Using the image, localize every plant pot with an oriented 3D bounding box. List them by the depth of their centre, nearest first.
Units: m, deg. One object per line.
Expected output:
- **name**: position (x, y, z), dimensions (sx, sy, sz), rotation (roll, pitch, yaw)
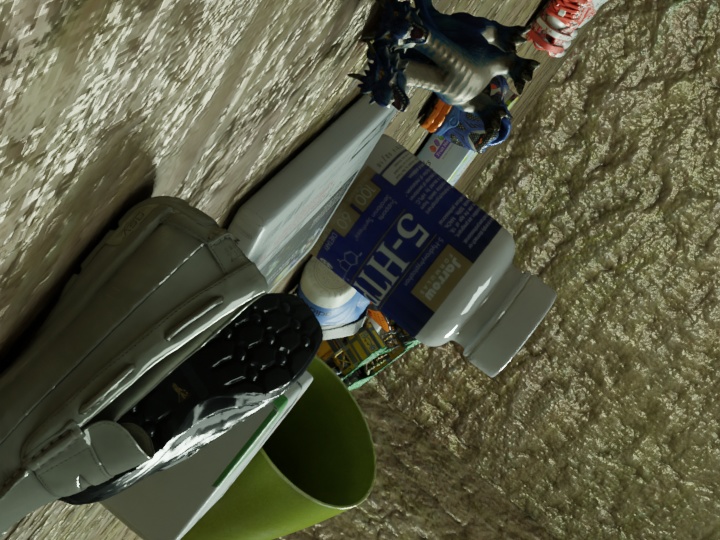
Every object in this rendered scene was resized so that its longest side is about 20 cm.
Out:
- **plant pot**: position (-0.118, 0.200, 1.185), dimensions (0.200, 0.188, 0.187), rotation (-38, -177, 28)

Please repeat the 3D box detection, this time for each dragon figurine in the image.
- **dragon figurine**: position (0.043, -0.134, 0.673), dimensions (0.059, 0.099, 0.200), rotation (-55, -166, 25)

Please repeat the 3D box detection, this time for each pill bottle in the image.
- **pill bottle**: position (0.060, -0.008, 0.979), dimensions (0.120, 0.200, 0.120), rotation (-51, 176, -5)

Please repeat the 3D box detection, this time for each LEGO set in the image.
- **LEGO set**: position (-0.021, 0.067, 1.355), dimensions (0.154, 0.116, 0.200), rotation (-41, 167, 31)

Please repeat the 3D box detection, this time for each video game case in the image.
- **video game case**: position (-0.054, -0.027, 0.797), dimensions (0.200, 0.023, 0.182), rotation (-49, 175, -46)

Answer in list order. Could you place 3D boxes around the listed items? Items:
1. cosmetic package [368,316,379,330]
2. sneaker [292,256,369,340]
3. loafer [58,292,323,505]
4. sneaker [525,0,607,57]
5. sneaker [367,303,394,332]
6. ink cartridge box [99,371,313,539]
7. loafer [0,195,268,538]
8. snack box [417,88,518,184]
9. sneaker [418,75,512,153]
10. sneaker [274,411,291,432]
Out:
- **cosmetic package**: position (0.046, 0.015, 1.940), dimensions (0.200, 0.082, 0.051), rotation (-52, 177, -15)
- **sneaker**: position (-0.001, -0.001, 1.232), dimensions (0.200, 0.077, 0.112), rotation (-43, 166, -39)
- **loafer**: position (-0.106, 0.073, 0.701), dimensions (0.200, 0.068, 0.070), rotation (-32, 179, -38)
- **sneaker**: position (0.259, -0.322, 1.452), dimensions (0.108, 0.067, 0.201), rotation (-55, 179, 5)
- **sneaker**: position (0.013, 0.041, 1.553), dimensions (0.078, 0.112, 0.200), rotation (-51, 176, -3)
- **ink cartridge box**: position (-0.122, 0.128, 0.954), dimensions (0.147, 0.083, 0.200), rotation (-52, 177, 5)
- **loafer**: position (-0.118, 0.062, 0.485), dimensions (0.200, 0.070, 0.070), rotation (-52, 176, -1)
- **snack box**: position (0.101, -0.132, 1.432), dimensions (0.200, 0.053, 0.142), rotation (-55, 174, 37)
- **sneaker**: position (0.121, -0.161, 1.212), dimensions (0.075, 0.078, 0.200), rotation (-53, 176, 28)
- **sneaker**: position (-0.138, 0.161, 1.299), dimensions (0.200, 0.077, 0.085), rotation (-46, -170, 21)
